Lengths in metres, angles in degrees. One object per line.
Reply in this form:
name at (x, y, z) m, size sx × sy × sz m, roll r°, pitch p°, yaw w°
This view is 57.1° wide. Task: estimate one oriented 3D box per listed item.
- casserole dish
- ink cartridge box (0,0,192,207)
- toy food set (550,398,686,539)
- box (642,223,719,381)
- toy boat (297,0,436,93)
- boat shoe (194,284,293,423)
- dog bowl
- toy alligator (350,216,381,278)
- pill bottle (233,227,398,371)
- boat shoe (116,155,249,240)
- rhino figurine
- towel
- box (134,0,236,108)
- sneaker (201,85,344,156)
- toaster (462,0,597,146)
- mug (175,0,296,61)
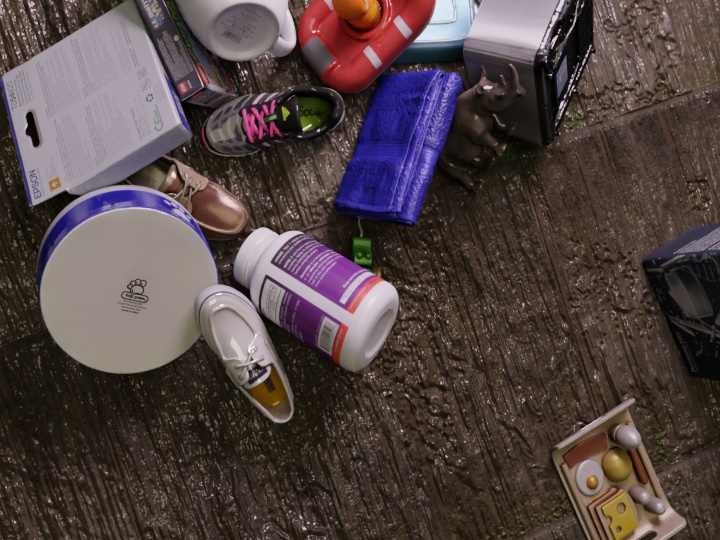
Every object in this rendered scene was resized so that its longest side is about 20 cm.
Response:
casserole dish at (0.082, -0.357, 0.920) m, size 0.193 × 0.039 × 0.126 m, roll -6°, pitch 88°, yaw -12°
ink cartridge box at (-0.314, -0.193, 0.777) m, size 0.196 × 0.041 × 0.204 m, roll -26°, pitch 69°, yaw 4°
toy food set at (0.372, 0.306, 0.944) m, size 0.140 × 0.060 × 0.205 m, roll -26°, pitch 93°, yaw -13°
box at (0.534, 0.043, 0.922) m, size 0.121 × 0.196 × 0.205 m, roll -26°, pitch 93°, yaw -11°
toy boat at (0.002, -0.328, 0.823) m, size 0.199 × 0.130 × 0.132 m, roll -42°, pitch 82°, yaw 13°
boat shoe at (-0.132, 0.107, 0.790) m, size 0.070 × 0.070 × 0.204 m, roll -29°, pitch 125°, yaw -12°
dog bowl at (-0.266, 0.012, 0.763) m, size 0.194 × 0.079 × 0.206 m, roll -11°, pitch 117°, yaw -23°
toy alligator at (0.000, 0.000, 0.877) m, size 0.057 × 0.054 × 0.207 m, roll 5°, pitch 86°, yaw -12°
pill bottle at (-0.057, 0.027, 0.809) m, size 0.197 × 0.113 × 0.114 m, roll 30°, pitch 81°, yaw 20°
boat shoe at (-0.230, -0.098, 0.821) m, size 0.195 × 0.072 × 0.078 m, roll 25°, pitch 83°, yaw -10°
rhino figurine at (0.154, -0.188, 0.857) m, size 0.086 × 0.202 × 0.061 m, roll 27°, pitch 57°, yaw 3°
towel at (0.042, -0.163, 0.851) m, size 0.049 × 0.145 × 0.206 m, roll 27°, pitch 80°, yaw -45°
box at (-0.227, -0.303, 0.810) m, size 0.034 × 0.110 × 0.205 m, roll -24°, pitch 94°, yaw 13°
sneaker at (-0.106, -0.195, 0.841) m, size 0.194 × 0.087 × 0.076 m, roll -14°, pitch 99°, yaw -13°
toaster at (0.227, -0.297, 0.865) m, size 0.116 × 0.200 × 0.185 m, roll 19°, pitch 75°, yaw 27°
mug at (-0.143, -0.342, 0.803) m, size 0.145 × 0.199 × 0.180 m, roll -27°, pitch 65°, yaw 21°
